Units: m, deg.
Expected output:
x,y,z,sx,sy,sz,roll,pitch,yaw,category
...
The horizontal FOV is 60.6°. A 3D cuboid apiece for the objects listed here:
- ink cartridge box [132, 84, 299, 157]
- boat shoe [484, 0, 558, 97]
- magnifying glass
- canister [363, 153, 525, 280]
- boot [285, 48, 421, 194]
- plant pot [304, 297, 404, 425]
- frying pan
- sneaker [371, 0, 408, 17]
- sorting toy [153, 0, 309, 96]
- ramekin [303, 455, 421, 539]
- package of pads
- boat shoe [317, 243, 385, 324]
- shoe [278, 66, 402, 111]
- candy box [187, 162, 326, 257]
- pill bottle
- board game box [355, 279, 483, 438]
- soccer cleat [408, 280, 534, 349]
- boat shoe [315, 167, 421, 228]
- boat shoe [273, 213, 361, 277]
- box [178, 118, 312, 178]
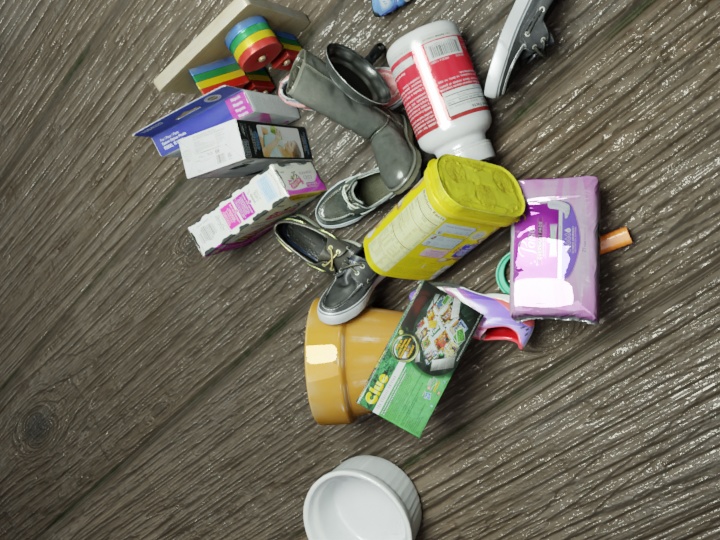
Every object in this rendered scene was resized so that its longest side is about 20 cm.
x,y,z,sx,sy,sz,roll,pitch,yaw,category
-0.228,-0.233,1.002,0.195,0.200,0.044,-18,92,26,ink cartridge box
0.233,-0.325,0.836,0.066,0.070,0.201,24,90,12,boat shoe
0.295,-0.015,0.906,0.199,0.022,0.080,-23,89,25,magnifying glass
0.111,-0.066,0.879,0.200,0.148,0.087,-43,50,48,canister
-0.011,-0.213,0.874,0.200,0.182,0.073,31,122,-32,boot
0.024,0.139,0.973,0.182,0.200,0.202,-4,98,9,plant pot
-0.008,-0.299,0.888,0.115,0.191,0.031,25,129,-29,frying pan
-0.004,-0.473,0.927,0.089,0.078,0.201,-33,85,23,sneaker
-0.183,-0.323,0.967,0.200,0.199,0.070,-32,90,25,sorting toy
0.010,0.423,1.070,0.199,0.098,0.202,5,102,24,ramekin
0.270,-0.026,0.859,0.120,0.076,0.201,0,81,24,package of pads
0.000,0.000,0.942,0.070,0.200,0.067,20,137,34,boat shoe
-0.026,-0.281,0.963,0.199,0.091,0.072,3,101,24,shoe
-0.171,-0.103,1.035,0.200,0.136,0.061,-32,87,26,candy box
0.122,-0.243,0.892,0.112,0.112,0.201,-20,91,26,pill bottle
0.086,0.126,0.886,0.104,0.023,0.201,31,82,-6,board game box
0.164,0.068,0.942,0.199,0.068,0.073,9,60,20,soccer cleat
0.000,-0.127,0.990,0.199,0.071,0.072,-28,88,25,boat shoe
-0.058,-0.029,1.039,0.201,0.061,0.072,30,110,17,boat shoe
-0.178,-0.191,0.988,0.116,0.200,0.061,-12,93,27,box
